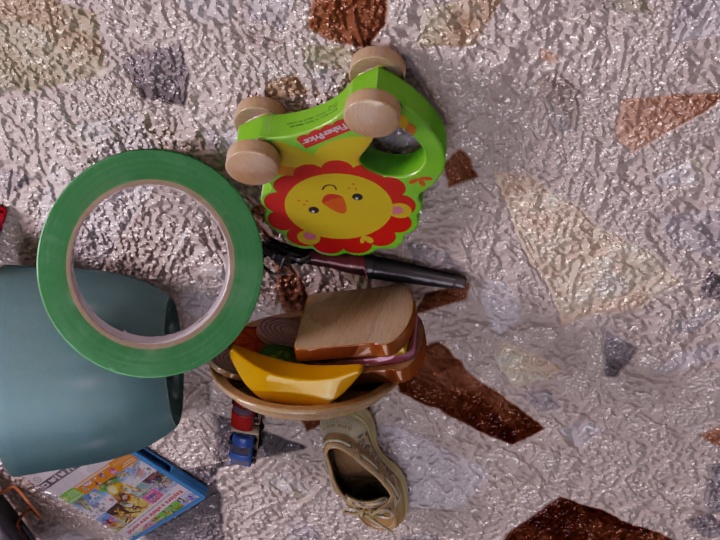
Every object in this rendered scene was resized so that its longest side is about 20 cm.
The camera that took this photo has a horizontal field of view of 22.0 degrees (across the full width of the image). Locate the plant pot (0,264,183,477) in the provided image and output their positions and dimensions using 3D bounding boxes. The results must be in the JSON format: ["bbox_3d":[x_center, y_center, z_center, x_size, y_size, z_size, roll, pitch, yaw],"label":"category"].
[{"bbox_3d":[-0.254,0.089,1.756,0.160,0.201,0.201,-4,137,2],"label":"plant pot"}]

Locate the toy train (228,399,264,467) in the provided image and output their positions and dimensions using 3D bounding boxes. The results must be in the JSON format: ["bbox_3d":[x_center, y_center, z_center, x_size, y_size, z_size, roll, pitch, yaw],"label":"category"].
[{"bbox_3d":[-0.114,0.138,1.877,0.034,0.046,0.201,10,138,3],"label":"toy train"}]

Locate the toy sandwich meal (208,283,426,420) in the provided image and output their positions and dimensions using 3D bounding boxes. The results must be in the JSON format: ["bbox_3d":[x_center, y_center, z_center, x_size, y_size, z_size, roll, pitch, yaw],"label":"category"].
[{"bbox_3d":[-0.040,0.066,1.694,0.204,0.205,0.071,4,118,9],"label":"toy sandwich meal"}]

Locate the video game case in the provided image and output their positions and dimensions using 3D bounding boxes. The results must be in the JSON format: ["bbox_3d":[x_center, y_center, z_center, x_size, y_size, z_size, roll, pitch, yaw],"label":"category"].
[{"bbox_3d":[-0.286,0.221,2.031,0.200,0.018,0.143,36,132,-24],"label":"video game case"}]

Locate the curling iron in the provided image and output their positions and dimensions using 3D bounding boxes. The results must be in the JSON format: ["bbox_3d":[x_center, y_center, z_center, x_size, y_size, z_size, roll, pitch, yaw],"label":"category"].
[{"bbox_3d":[0.000,0.000,1.702,0.199,0.050,0.026,10,115,-10],"label":"curling iron"}]

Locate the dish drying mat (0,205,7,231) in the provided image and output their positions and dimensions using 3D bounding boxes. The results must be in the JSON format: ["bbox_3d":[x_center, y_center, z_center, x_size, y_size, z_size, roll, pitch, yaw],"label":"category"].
[{"bbox_3d":[-0.405,-0.009,1.805,0.076,0.018,0.200,23,137,-11],"label":"dish drying mat"}]

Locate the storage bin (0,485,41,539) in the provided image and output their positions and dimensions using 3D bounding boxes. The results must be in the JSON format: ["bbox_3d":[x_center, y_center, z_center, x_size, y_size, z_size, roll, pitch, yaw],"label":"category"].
[{"bbox_3d":[-0.410,0.322,2.057,0.145,0.134,0.201,-38,133,-13],"label":"storage bin"}]

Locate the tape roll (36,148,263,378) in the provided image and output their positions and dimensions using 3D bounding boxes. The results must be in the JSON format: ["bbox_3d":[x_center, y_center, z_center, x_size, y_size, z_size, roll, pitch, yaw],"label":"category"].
[{"bbox_3d":[-0.186,-0.007,1.641,0.199,0.048,0.202,-1,95,-7],"label":"tape roll"}]

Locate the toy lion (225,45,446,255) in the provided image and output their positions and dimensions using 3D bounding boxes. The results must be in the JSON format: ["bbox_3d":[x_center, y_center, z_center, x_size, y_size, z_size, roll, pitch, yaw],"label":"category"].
[{"bbox_3d":[-0.008,-0.086,1.603,0.199,0.069,0.192,-20,136,30],"label":"toy lion"}]

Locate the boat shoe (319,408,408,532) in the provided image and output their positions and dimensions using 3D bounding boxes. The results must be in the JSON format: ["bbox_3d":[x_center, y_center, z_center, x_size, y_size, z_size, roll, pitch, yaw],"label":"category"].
[{"bbox_3d":[-0.002,0.216,1.924,0.073,0.063,0.201,-7,135,20],"label":"boat shoe"}]
